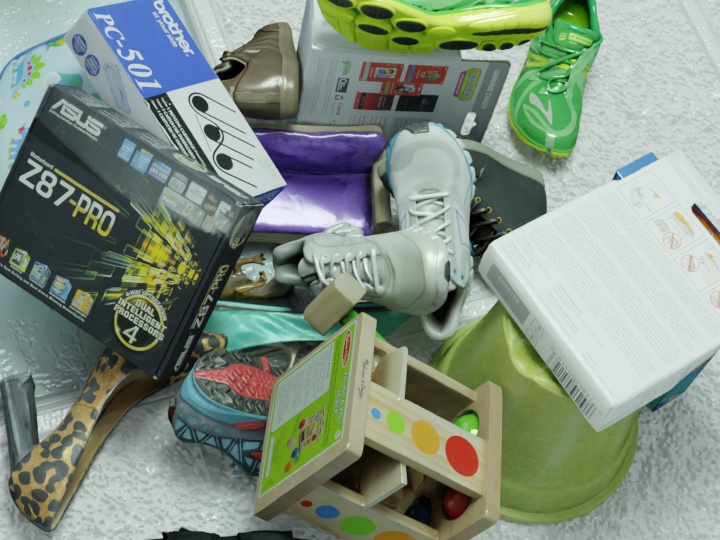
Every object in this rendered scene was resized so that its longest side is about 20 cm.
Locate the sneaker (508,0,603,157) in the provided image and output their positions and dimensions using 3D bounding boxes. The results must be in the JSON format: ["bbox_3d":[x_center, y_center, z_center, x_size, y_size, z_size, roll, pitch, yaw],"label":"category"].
[{"bbox_3d":[0.191,-0.201,1.495,0.074,0.084,0.200,13,61,-3],"label":"sneaker"}]

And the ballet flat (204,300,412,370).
[{"bbox_3d":[-0.052,0.061,1.331,0.199,0.067,0.071,0,86,-10],"label":"ballet flat"}]

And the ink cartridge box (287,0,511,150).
[{"bbox_3d":[0.029,-0.168,1.382,0.175,0.200,0.084,4,62,-8],"label":"ink cartridge box"}]

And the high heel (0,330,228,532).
[{"bbox_3d":[-0.192,0.129,1.251,0.199,0.071,0.143,-17,58,0],"label":"high heel"}]

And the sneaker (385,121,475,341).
[{"bbox_3d":[0.065,-0.028,1.294,0.075,0.200,0.087,-7,32,7],"label":"sneaker"}]

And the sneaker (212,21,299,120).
[{"bbox_3d":[-0.099,-0.186,1.393,0.075,0.071,0.200,1,17,-9],"label":"sneaker"}]

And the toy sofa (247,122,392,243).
[{"bbox_3d":[-0.073,-0.074,1.373,0.199,0.098,0.083,3,61,-9],"label":"toy sofa"}]

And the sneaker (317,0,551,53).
[{"bbox_3d":[0.057,-0.226,1.253,0.199,0.074,0.084,0,71,-20],"label":"sneaker"}]

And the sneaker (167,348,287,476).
[{"bbox_3d":[-0.068,0.131,1.277,0.200,0.096,0.079,25,39,-24],"label":"sneaker"}]

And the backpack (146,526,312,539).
[{"bbox_3d":[-0.092,0.267,1.125,0.175,0.200,0.154,5,82,-7],"label":"backpack"}]

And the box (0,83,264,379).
[{"bbox_3d":[-0.195,-0.032,1.225,0.200,0.049,0.161,33,103,17],"label":"box"}]

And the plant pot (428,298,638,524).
[{"bbox_3d":[0.160,0.085,1.275,0.200,0.184,0.201,4,61,-7],"label":"plant pot"}]

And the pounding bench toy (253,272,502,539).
[{"bbox_3d":[0.026,0.112,1.199,0.156,0.124,0.200,28,45,-24],"label":"pounding bench toy"}]

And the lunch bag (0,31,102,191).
[{"bbox_3d":[-0.239,-0.114,1.343,0.160,0.082,0.200,-20,58,20],"label":"lunch bag"}]

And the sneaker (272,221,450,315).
[{"bbox_3d":[0.000,0.000,1.268,0.081,0.200,0.075,-5,95,-34],"label":"sneaker"}]

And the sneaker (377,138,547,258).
[{"bbox_3d":[0.105,-0.049,1.365,0.200,0.075,0.106,9,59,-41],"label":"sneaker"}]

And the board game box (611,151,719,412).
[{"bbox_3d":[0.252,0.014,1.321,0.045,0.200,0.152,-28,70,-23],"label":"board game box"}]

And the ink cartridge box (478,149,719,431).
[{"bbox_3d":[0.217,0.011,1.197,0.200,0.050,0.161,-26,69,-26],"label":"ink cartridge box"}]

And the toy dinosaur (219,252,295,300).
[{"bbox_3d":[-0.147,0.007,1.327,0.199,0.106,0.061,10,66,-12],"label":"toy dinosaur"}]

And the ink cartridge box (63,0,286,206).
[{"bbox_3d":[-0.154,-0.131,1.277,0.094,0.044,0.200,-24,78,-48],"label":"ink cartridge box"}]
